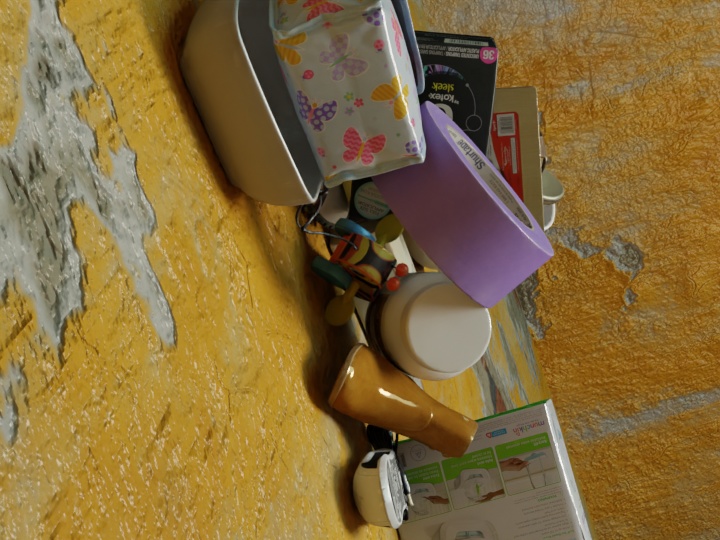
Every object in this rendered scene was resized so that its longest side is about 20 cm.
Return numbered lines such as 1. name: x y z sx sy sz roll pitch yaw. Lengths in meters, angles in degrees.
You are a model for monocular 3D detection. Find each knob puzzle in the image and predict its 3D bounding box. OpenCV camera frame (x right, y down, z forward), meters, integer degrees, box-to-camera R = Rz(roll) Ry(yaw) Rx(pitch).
1. knob puzzle: 0.115 -0.122 1.472 0.030 0.217 0.222 -65 137 -73

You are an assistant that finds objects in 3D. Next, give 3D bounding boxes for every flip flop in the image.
1. flip flop: 0.188 -0.166 1.515 0.201 0.057 0.081 54 34 -8

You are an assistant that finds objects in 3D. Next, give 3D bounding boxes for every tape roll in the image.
1. tape roll: 0.099 -0.066 1.239 0.200 0.085 0.200 46 14 -15

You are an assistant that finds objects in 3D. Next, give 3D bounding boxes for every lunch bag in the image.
1. lunch bag: -0.009 -0.207 1.156 0.201 0.126 0.171 -98 171 -56

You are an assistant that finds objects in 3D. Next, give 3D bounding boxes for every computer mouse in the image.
1. computer mouse: 0.019 0.216 1.260 0.200 0.043 0.111 14 64 -83

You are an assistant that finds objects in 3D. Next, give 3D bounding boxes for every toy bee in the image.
1. toy bee: 0.000 0.000 1.303 0.132 0.108 0.200 -64 161 9

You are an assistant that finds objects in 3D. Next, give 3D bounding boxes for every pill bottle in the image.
1. pill bottle: 0.073 0.059 1.326 0.200 0.113 0.116 176 -103 -82

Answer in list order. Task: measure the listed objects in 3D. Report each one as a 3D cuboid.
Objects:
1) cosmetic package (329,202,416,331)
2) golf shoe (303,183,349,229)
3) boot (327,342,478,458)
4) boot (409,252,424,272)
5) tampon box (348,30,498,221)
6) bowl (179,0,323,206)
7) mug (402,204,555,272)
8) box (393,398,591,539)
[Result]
1. cosmetic package: 0.031 0.020 1.503 0.104 0.072 0.202 -87 157 -60
2. golf shoe: -0.040 -0.129 1.347 0.078 0.087 0.201 -95 165 -50
3. boot: 0.050 0.139 1.256 0.071 0.143 0.201 -62 168 -2
4. boot: 0.055 -0.023 1.643 0.075 0.073 0.202 90 -13 -81
5. tampon box: 0.071 -0.161 1.384 0.126 0.148 0.203 -73 168 -74
6. bowl: -0.101 -0.168 1.147 0.201 0.074 0.201 -83 154 -61
7. mug: 0.142 -0.058 1.585 0.147 0.175 0.202 23 48 -41
8. box: 0.140 0.256 1.377 0.097 0.198 0.179 9 64 -77
